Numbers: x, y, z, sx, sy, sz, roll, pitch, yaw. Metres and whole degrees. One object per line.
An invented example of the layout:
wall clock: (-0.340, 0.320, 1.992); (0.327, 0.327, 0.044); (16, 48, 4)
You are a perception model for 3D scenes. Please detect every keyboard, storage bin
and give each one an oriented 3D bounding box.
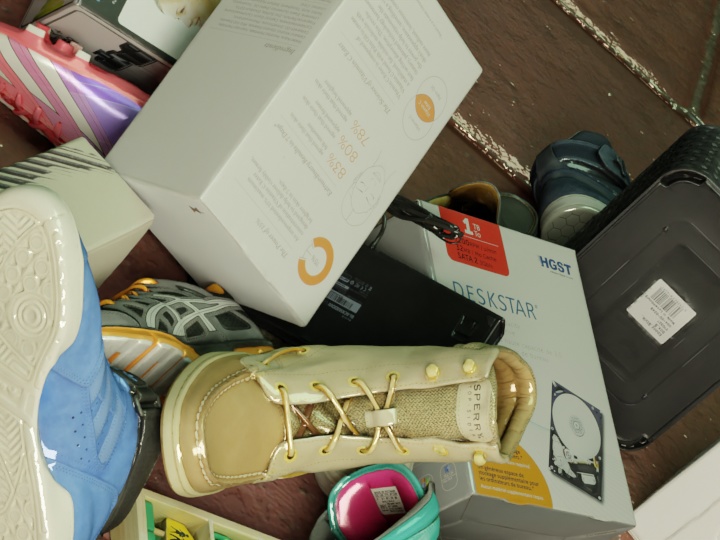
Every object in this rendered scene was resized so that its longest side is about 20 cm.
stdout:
keyboard: (0.000, 0.000, 1.325); (0.199, 0.127, 0.021); (28, -18, 23)
storage bin: (0.216, 0.013, 1.529); (0.135, 0.200, 0.094); (44, 31, -3)

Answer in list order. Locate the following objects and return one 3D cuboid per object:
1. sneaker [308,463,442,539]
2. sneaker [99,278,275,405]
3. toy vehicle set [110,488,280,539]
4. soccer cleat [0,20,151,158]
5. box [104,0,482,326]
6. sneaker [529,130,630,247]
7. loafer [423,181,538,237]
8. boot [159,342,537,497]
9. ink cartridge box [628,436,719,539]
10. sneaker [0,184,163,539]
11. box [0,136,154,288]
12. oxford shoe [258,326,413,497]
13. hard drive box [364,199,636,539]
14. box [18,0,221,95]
sneaker: (0.032, 0.164, 1.220); (0.200, 0.083, 0.121); (-18, 89, -64)
sneaker: (-0.123, 0.042, 1.216); (0.200, 0.078, 0.077); (11, 43, -58)
toy vehicle set: (-0.067, 0.215, 1.120); (0.124, 0.027, 0.201); (24, 37, -32)
soccer cleat: (-0.174, -0.097, 1.329); (0.199, 0.077, 0.067); (25, 6, -7)
box: (-0.038, -0.090, 1.282); (0.200, 0.097, 0.125); (-55, 134, -18)
sneaker: (0.207, -0.021, 1.684); (0.202, 0.077, 0.146); (44, 19, -26)
loafer: (0.082, -0.028, 1.530); (0.073, 0.073, 0.200); (35, 27, 13)
boot: (-0.003, 0.078, 1.158); (0.200, 0.155, 0.073); (-9, 98, -64)
ink cartridge box: (0.312, 0.164, 1.524); (0.146, 0.147, 0.200); (52, 32, 9)
sneaker: (-0.150, 0.050, 1.090); (0.111, 0.076, 0.201); (-27, 119, -65)
box: (-0.201, -0.003, 1.163); (0.068, 0.082, 0.200); (47, 29, 6)
oxford shoe: (-0.018, 0.073, 1.326); (0.058, 0.075, 0.201); (79, -11, -48)
hard drive box: (0.080, 0.074, 1.379); (0.155, 0.077, 0.201); (15, 54, -42)
box: (-0.108, -0.134, 1.388); (0.199, 0.116, 0.060); (32, 73, -24)
